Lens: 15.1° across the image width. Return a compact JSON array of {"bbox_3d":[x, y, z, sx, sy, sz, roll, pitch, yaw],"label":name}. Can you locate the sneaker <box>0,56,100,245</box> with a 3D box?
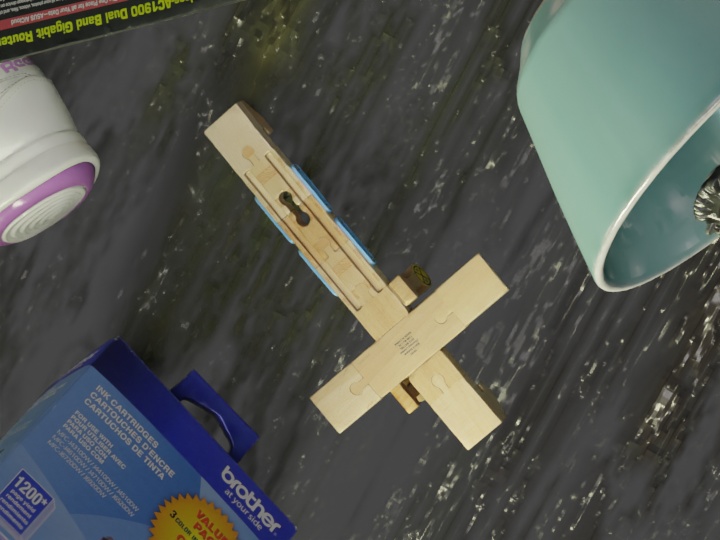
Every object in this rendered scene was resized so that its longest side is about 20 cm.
[{"bbox_3d":[-0.224,-0.036,1.332,0.200,0.075,0.100,-30,78,12],"label":"sneaker"}]

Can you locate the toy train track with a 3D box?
[{"bbox_3d":[0.000,0.000,1.321,0.115,0.033,0.200,-41,88,21],"label":"toy train track"}]

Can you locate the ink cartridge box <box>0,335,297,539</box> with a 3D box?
[{"bbox_3d":[-0.124,0.129,1.298,0.136,0.200,0.076,47,133,-8],"label":"ink cartridge box"}]

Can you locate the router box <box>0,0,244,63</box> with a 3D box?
[{"bbox_3d":[-0.131,-0.179,1.216,0.062,0.200,0.150,-1,103,42],"label":"router box"}]

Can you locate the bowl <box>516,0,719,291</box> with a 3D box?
[{"bbox_3d":[0.147,-0.096,1.212,0.201,0.201,0.105,-46,72,14],"label":"bowl"}]

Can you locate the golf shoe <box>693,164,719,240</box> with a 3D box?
[{"bbox_3d":[0.214,-0.045,1.212,0.078,0.200,0.095,16,92,34],"label":"golf shoe"}]
